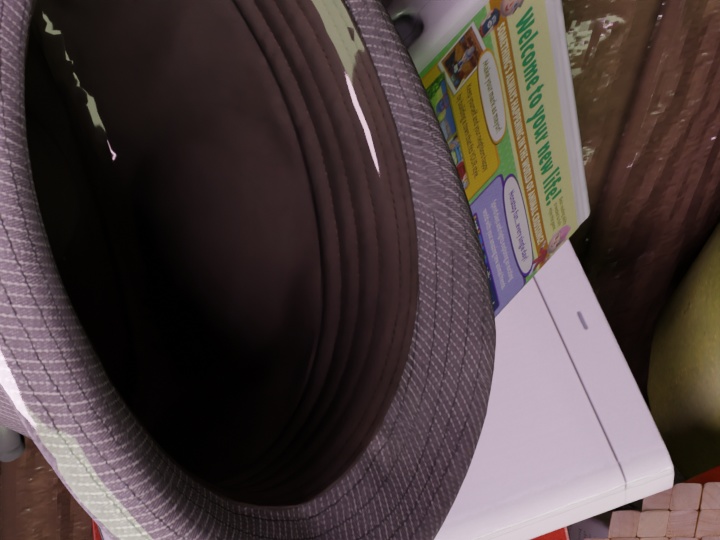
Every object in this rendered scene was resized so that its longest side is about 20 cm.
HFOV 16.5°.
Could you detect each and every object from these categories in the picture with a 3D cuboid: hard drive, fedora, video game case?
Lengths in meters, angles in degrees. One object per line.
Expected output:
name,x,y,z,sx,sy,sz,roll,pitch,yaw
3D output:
hard drive,-0.003,0.053,0.907,0.200,0.132,0.027,-19,152,-6
fedora,-0.058,-0.011,0.590,0.090,0.177,0.200,-8,131,35
video game case,0.000,0.000,0.760,0.182,0.022,0.200,-47,158,-12

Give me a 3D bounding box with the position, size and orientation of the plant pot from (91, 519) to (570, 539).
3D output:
plant pot,-0.018,0.137,0.993,0.176,0.200,0.200,-6,148,-6

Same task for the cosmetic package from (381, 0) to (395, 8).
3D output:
cosmetic package,-0.085,-0.055,0.736,0.200,0.071,0.101,-18,150,-9

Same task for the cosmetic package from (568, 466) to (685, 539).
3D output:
cosmetic package,0.142,0.136,1.079,0.102,0.074,0.200,-2,-172,-22

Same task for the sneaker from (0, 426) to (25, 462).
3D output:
sneaker,-0.175,0.028,0.821,0.099,0.071,0.200,-27,154,0

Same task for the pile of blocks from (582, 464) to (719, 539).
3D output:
pile of blocks,0.167,0.129,0.953,0.200,0.062,0.082,34,144,-27

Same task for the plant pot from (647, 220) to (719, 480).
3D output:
plant pot,0.206,0.019,0.962,0.200,0.200,0.184,-9,159,-23
